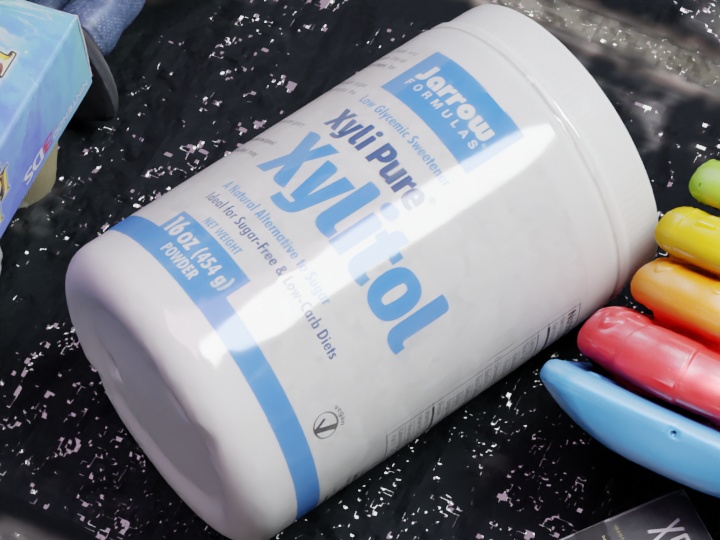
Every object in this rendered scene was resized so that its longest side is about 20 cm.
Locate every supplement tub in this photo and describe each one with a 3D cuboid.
[{"bbox_3d":[0.000,0.000,0.927,0.200,0.132,0.132,-34,62,-18],"label":"supplement tub"}]

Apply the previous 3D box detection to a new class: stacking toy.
[{"bbox_3d":[0.157,-0.018,0.895,0.116,0.110,0.201,23,94,17],"label":"stacking toy"}]

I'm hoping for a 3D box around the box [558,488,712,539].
[{"bbox_3d":[0.089,0.194,0.846,0.157,0.050,0.201,-22,59,-12],"label":"box"}]

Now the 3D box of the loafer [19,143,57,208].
[{"bbox_3d":[-0.209,-0.062,1.015,0.199,0.068,0.076,15,54,30],"label":"loafer"}]

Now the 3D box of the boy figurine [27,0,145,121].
[{"bbox_3d":[-0.108,-0.161,1.074,0.124,0.065,0.201,2,51,30],"label":"boy figurine"}]

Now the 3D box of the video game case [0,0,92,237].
[{"bbox_3d":[-0.226,-0.037,0.909,0.180,0.046,0.201,18,59,13],"label":"video game case"}]

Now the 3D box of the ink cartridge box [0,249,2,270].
[{"bbox_3d":[-0.259,0.021,0.950,0.199,0.086,0.147,8,58,6],"label":"ink cartridge box"}]
